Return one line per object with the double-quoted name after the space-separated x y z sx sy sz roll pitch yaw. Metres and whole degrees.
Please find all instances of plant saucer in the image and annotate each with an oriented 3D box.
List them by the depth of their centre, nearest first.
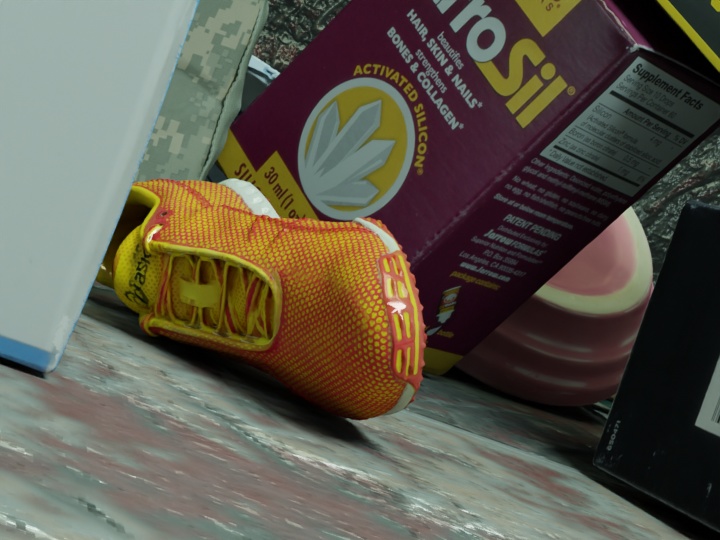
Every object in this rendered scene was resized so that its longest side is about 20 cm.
0.083 -0.021 1.043 0.200 0.051 0.201 24 39 -21 "plant saucer"

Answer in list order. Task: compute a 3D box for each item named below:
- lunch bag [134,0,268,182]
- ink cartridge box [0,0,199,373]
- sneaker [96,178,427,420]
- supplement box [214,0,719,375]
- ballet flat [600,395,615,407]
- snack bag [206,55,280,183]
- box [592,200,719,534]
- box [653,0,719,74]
-0.149 -0.105 0.907 0.200 0.164 0.118 21 7 -2 "lunch bag"
-0.131 -0.084 0.606 0.146 0.146 0.200 20 13 -8 "ink cartridge box"
-0.042 0.012 0.685 0.077 0.073 0.200 -5 11 -30 "sneaker"
0.049 -0.065 0.895 0.103 0.200 0.131 17 34 -52 "supplement box"
0.116 0.036 1.113 0.200 0.065 0.071 19 5 -18 "ballet flat"
-0.125 -0.115 1.218 0.188 0.021 0.200 36 -29 12 "snack bag"
0.232 0.072 0.732 0.198 0.123 0.200 18 3 -24 "box"
0.192 -0.082 0.843 0.200 0.049 0.160 53 13 21 "box"
